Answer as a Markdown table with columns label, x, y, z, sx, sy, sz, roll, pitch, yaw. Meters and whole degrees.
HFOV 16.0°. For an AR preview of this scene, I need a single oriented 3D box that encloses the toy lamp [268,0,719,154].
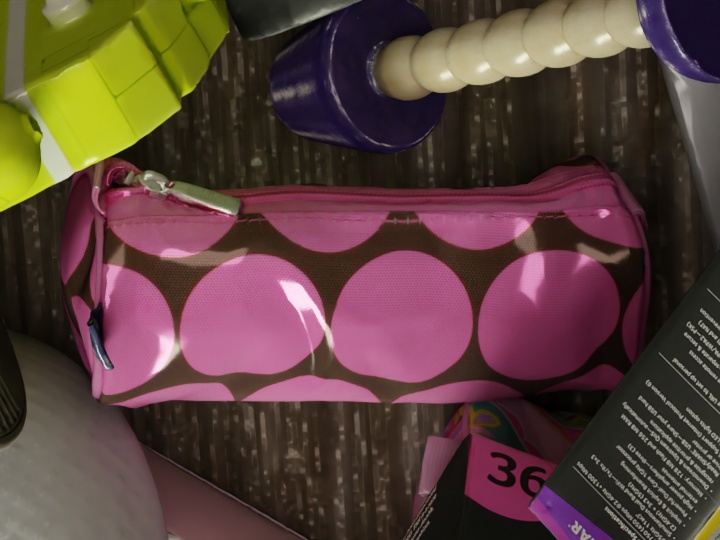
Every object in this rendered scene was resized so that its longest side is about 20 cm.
| label | x | y | z | sx | sy | sz | roll | pitch | yaw |
| --- | --- | --- | --- | --- | --- | --- | --- | --- | --- |
| toy lamp | 0.043 | -0.073 | 0.828 | 0.199 | 0.058 | 0.059 | -9 | 107 | 49 |

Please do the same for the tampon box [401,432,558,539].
| label | x | y | z | sx | sy | sz | roll | pitch | yaw |
| --- | --- | --- | --- | --- | --- | --- | --- | --- | --- |
| tampon box | 0.068 | 0.181 | 0.793 | 0.149 | 0.201 | 0.127 | 20 | 134 | -9 |

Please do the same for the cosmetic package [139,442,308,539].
| label | x | y | z | sx | sy | sz | roll | pitch | yaw |
| --- | --- | --- | --- | --- | --- | --- | --- | --- | --- |
| cosmetic package | -0.100 | 0.172 | 0.938 | 0.105 | 0.071 | 0.201 | 31 | 103 | -2 |

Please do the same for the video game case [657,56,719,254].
| label | x | y | z | sx | sy | sz | roll | pitch | yaw |
| --- | --- | --- | --- | --- | --- | --- | --- | --- | --- |
| video game case | 0.212 | -0.057 | 0.892 | 0.198 | 0.022 | 0.183 | -17 | 102 | 7 |

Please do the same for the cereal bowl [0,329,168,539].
| label | x | y | z | sx | sy | sz | roll | pitch | yaw |
| --- | --- | --- | --- | --- | --- | --- | --- | --- | --- |
| cereal bowl | -0.164 | 0.112 | 0.873 | 0.199 | 0.083 | 0.202 | -6 | 79 | 34 |

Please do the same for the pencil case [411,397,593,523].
| label | x | y | z | sx | sy | sz | roll | pitch | yaw |
| --- | --- | --- | --- | --- | --- | --- | --- | --- | --- |
| pencil case | 0.113 | 0.100 | 0.902 | 0.198 | 0.087 | 0.088 | 14 | 104 | -1 |

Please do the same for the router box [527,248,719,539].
| label | x | y | z | sx | sy | sz | roll | pitch | yaw |
| --- | --- | --- | --- | --- | --- | --- | --- | --- | --- |
| router box | 0.152 | 0.017 | 0.788 | 0.051 | 0.199 | 0.150 | 45 | 119 | 19 |

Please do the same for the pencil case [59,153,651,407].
| label | x | y | z | sx | sy | sz | roll | pitch | yaw |
| --- | --- | --- | --- | --- | --- | --- | --- | --- | --- |
| pencil case | 0.000 | 0.000 | 0.861 | 0.198 | 0.091 | 0.094 | -2 | 125 | -13 |

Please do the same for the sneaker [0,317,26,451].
| label | x | y | z | sx | sy | sz | roll | pitch | yaw |
| --- | --- | --- | --- | --- | --- | --- | --- | --- | --- |
| sneaker | -0.173 | 0.024 | 0.823 | 0.106 | 0.200 | 0.075 | -29 | 118 | -1 |

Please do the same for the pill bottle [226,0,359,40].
| label | x | y | z | sx | sy | sz | roll | pitch | yaw |
| --- | --- | --- | --- | --- | --- | --- | --- | --- | --- |
| pill bottle | -0.040 | -0.183 | 0.832 | 0.111 | 0.112 | 0.201 | -23 | 100 | 8 |

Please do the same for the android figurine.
| label | x | y | z | sx | sy | sz | roll | pitch | yaw |
| --- | --- | --- | --- | --- | --- | --- | --- | --- | --- |
| android figurine | -0.122 | -0.056 | 0.783 | 0.199 | 0.182 | 0.041 | -27 | 116 | 9 |
